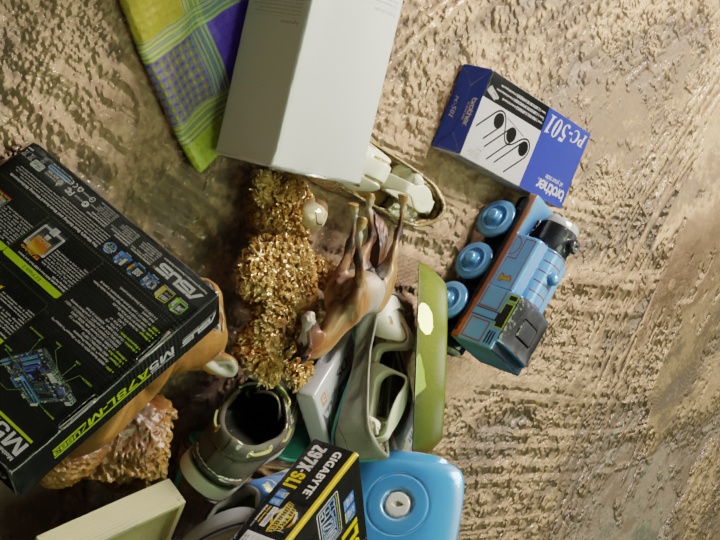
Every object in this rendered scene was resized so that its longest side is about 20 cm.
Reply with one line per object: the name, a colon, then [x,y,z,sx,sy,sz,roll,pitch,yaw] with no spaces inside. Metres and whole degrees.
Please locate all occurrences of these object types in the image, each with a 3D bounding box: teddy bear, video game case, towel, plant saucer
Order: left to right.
towel: [-0.122,-0.197,1.042,0.144,0.023,0.200,-39,129,-31]
teddy bear: [-0.063,0.010,1.103,0.145,0.067,0.200,37,58,-47]
video game case: [0.005,0.143,1.250,0.182,0.023,0.200,-57,141,-47]
plant saucer: [0.069,0.091,1.245,0.200,0.031,0.200,2,90,-87]

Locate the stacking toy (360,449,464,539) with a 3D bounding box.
stacking toy: [0.051,0.262,1.236,0.200,0.116,0.110,70,27,-59]

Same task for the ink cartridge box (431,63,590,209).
ink cartridge box: [0.166,-0.141,1.342,0.200,0.044,0.094,20,91,-48]

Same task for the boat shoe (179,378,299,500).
boat shoe: [-0.091,0.132,1.105,0.060,0.072,0.202,-50,179,24]

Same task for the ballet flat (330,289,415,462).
ballet flat: [0.021,0.085,1.184,0.067,0.064,0.200,39,56,-57]

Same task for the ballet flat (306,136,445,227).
ballet flat: [0.016,-0.092,1.191,0.200,0.065,0.071,22,86,-48]

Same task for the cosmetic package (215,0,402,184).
cosmetic package: [-0.040,-0.180,1.060,0.113,0.081,0.200,10,97,-48]

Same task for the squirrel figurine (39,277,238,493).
squirrel figurine: [-0.193,0.085,1.015,0.187,0.142,0.200,-23,140,-53]

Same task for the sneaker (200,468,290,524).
sneaker: [-0.127,0.246,1.125,0.200,0.076,0.077,-48,150,16]

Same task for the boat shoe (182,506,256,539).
boat shoe: [-0.144,0.289,1.041,0.202,0.086,0.075,-44,121,11]

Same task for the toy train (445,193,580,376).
toy train: [0.160,0.012,1.341,0.200,0.114,0.087,-59,137,-12]

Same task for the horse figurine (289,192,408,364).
horse figurine: [0.000,0.000,1.114,0.200,0.050,0.133,-40,142,-70]

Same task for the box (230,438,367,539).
box: [-0.052,0.267,1.058,0.160,0.049,0.200,-49,145,-44]

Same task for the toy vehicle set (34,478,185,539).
toy vehicle set: [-0.225,0.263,1.035,0.124,0.027,0.200,-18,145,-41]

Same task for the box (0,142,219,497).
box: [-0.235,0.027,0.883,0.193,0.200,0.048,-44,161,-26]

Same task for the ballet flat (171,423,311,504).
ballet flat: [-0.105,0.186,1.169,0.200,0.068,0.072,4,119,-56]
